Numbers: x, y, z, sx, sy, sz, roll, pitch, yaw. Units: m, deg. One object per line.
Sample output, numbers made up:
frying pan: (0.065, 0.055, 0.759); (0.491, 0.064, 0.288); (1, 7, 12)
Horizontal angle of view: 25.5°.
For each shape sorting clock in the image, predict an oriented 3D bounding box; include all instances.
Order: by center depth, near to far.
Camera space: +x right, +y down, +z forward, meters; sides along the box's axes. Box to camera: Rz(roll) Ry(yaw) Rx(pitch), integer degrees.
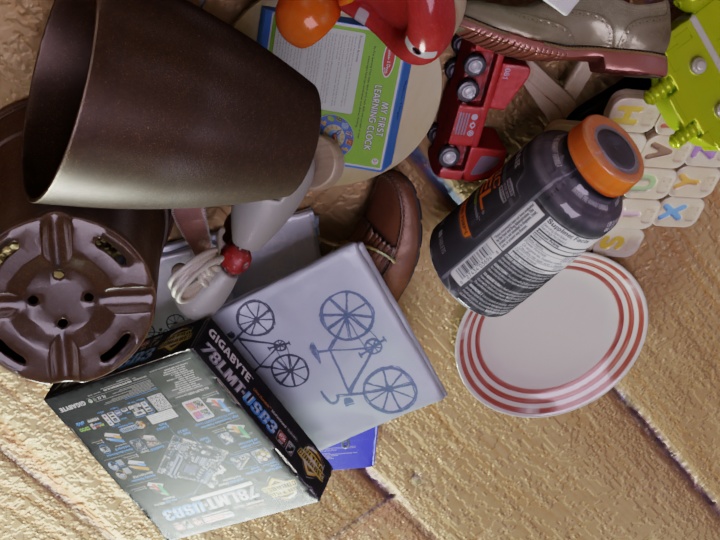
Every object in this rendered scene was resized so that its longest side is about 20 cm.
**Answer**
shape sorting clock: (-0.027, -0.162, 1.383); (0.198, 0.039, 0.202); (1, 124, 1)

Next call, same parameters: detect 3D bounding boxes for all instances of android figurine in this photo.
android figurine: (0.334, -0.186, 1.399); (0.199, 0.041, 0.183); (-35, 104, -13)

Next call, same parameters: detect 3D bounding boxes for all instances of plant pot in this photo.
plant pot: (-0.137, -0.123, 1.219); (0.198, 0.187, 0.188); (12, 119, -24)
plant pot: (-0.246, -0.019, 1.323); (0.198, 0.199, 0.202); (-4, 117, -8)

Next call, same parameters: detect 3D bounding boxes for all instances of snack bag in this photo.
snack bag: (-0.047, 0.085, 1.457); (0.199, 0.021, 0.189); (-25, 118, 13)
snack bag: (-0.118, 0.044, 1.507); (0.198, 0.021, 0.190); (-14, 123, -3)

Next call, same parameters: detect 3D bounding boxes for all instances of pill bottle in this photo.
pill bottle: (0.159, -0.052, 1.406); (0.106, 0.107, 0.200); (26, 133, -25)

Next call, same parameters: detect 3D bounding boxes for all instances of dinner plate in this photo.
dinner plate: (0.188, 0.061, 1.581); (0.198, 0.024, 0.202); (-6, 125, -8)

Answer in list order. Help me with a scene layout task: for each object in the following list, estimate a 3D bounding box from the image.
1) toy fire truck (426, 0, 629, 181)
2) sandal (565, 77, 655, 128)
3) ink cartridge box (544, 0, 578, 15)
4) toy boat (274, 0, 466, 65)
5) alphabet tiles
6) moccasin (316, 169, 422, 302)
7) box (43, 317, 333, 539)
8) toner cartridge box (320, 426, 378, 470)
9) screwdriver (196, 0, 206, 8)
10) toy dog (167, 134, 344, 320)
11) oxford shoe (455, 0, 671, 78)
toy fire truck: (0.147, -0.168, 1.412); (0.140, 0.049, 0.201); (5, 122, -17)
sandal: (0.275, -0.160, 1.445); (0.200, 0.048, 0.075); (-40, 122, 13)
ink cartridge box: (0.096, -0.308, 1.253); (0.199, 0.146, 0.084); (29, 113, -27)
toy boat: (-0.018, -0.226, 1.245); (0.199, 0.131, 0.131); (33, 158, 5)
alphabet tiles: (0.246, -0.085, 1.475); (0.194, 0.015, 0.201); (3, 136, -17)
moccasin: (-0.001, -0.001, 1.471); (0.077, 0.074, 0.202); (0, 129, -34)
box: (-0.158, 0.150, 1.458); (0.199, 0.050, 0.199); (-20, 120, 35)
toner cartridge box: (-0.083, 0.153, 1.549); (0.198, 0.043, 0.096); (-3, 130, -10)
screwdriver: (-0.138, -0.199, 1.266); (0.029, 0.200, 0.028); (-9, 82, -13)
toy dog: (-0.110, -0.060, 1.370); (0.200, 0.096, 0.132); (-44, 162, -2)
oxford shoe: (0.166, -0.210, 1.331); (0.198, 0.071, 0.075); (8, 94, -16)
